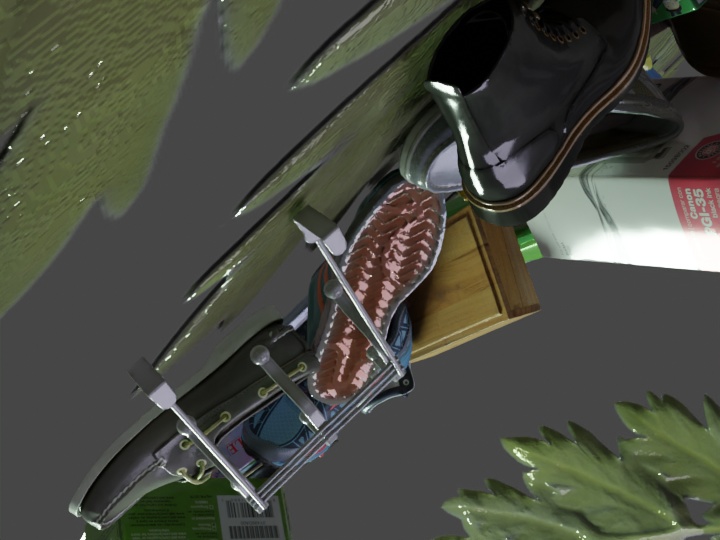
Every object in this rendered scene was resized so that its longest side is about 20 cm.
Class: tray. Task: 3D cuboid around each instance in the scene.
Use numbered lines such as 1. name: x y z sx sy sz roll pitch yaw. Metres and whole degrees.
1. tray: 0.077 0.014 1.033 0.037 0.099 0.200 -15 172 -25

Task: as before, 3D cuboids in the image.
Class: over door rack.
1. over door rack: -0.057 0.057 0.758 0.148 0.067 0.200 -43 147 -12

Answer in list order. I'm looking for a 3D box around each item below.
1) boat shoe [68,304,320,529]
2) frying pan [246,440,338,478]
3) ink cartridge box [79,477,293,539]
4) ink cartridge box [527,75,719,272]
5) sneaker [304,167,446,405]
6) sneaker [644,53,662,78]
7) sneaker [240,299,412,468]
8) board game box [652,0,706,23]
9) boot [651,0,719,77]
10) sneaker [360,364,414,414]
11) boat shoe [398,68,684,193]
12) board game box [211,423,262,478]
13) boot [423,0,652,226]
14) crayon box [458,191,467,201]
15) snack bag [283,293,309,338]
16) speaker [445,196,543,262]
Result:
1. boat shoe: -0.116 0.112 0.834 0.202 0.060 0.072 -44 172 -12
2. frying pan: -0.098 0.208 1.131 0.190 0.031 0.115 -38 173 28
3. ink cartridge box: -0.163 0.253 1.012 0.147 0.076 0.200 5 142 -27
4. ink cartridge box: 0.232 -0.074 0.873 0.146 0.083 0.200 -41 -152 -28
5. sneaker: 0.000 0.000 0.872 0.080 0.071 0.200 -109 -143 -52
6. sneaker: 0.244 -0.146 1.210 0.076 0.105 0.200 -39 170 -34
7. sneaker: -0.030 0.082 1.012 0.200 0.079 0.096 -43 154 -35
8. board game box: 0.241 -0.233 0.834 0.200 0.029 0.134 -42 -165 -22
9. boot: 0.290 -0.220 0.908 0.155 0.077 0.200 -37 -158 -14
10. sneaker: 0.044 0.055 1.198 0.200 0.109 0.070 -45 173 0
11. boat shoe: 0.122 -0.092 0.794 0.201 0.065 0.075 -15 137 -23
12. board game box: -0.106 0.169 1.136 0.199 0.041 0.200 -34 171 -24
13. boot: 0.110 -0.141 0.687 0.200 0.077 0.138 -65 151 -18
14. crayon box: 0.118 -0.116 0.909 0.127 0.051 0.200 -47 172 16
15. snack bag: -0.061 0.067 1.037 0.189 0.021 0.200 -44 172 -1
16. speaker: 0.138 -0.045 1.062 0.200 0.089 0.088 -23 -168 49
